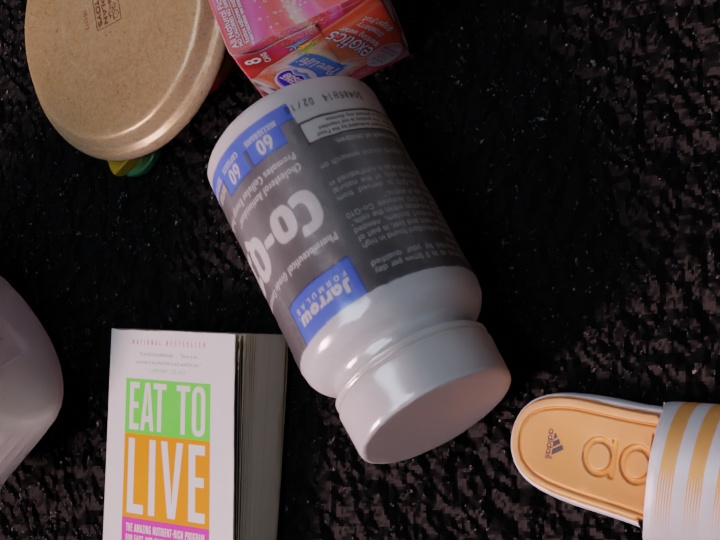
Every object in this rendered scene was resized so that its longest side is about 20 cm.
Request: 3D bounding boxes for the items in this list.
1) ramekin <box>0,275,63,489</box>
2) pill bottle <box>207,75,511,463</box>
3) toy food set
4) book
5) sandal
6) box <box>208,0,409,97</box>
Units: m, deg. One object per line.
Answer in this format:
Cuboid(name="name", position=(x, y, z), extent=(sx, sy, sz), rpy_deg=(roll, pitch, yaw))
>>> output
Cuboid(name="ramekin", position=(-0.293, 0.063, 1.206), extent=(0.098, 0.200, 0.201), rpy_deg=(-42, 62, 19))
Cuboid(name="pill bottle", position=(0.000, 0.000, 1.027), extent=(0.114, 0.113, 0.201), rpy_deg=(-42, 62, 28))
Cuboid(name="toy food set", position=(-0.154, -0.171, 1.206), extent=(0.198, 0.048, 0.201), rpy_deg=(-38, 64, 30))
Cuboid(name="book", position=(-0.111, 0.139, 1.151), extent=(0.133, 0.048, 0.203), rpy_deg=(0, 88, 42))
Cuboid(name="sandal", position=(0.153, 0.106, 0.931), extent=(0.205, 0.059, 0.080), rpy_deg=(5, 89, 38))
Cuboid(name="box", position=(-0.054, -0.210, 1.080), extent=(0.095, 0.100, 0.202), rpy_deg=(-23, 70, 6))
